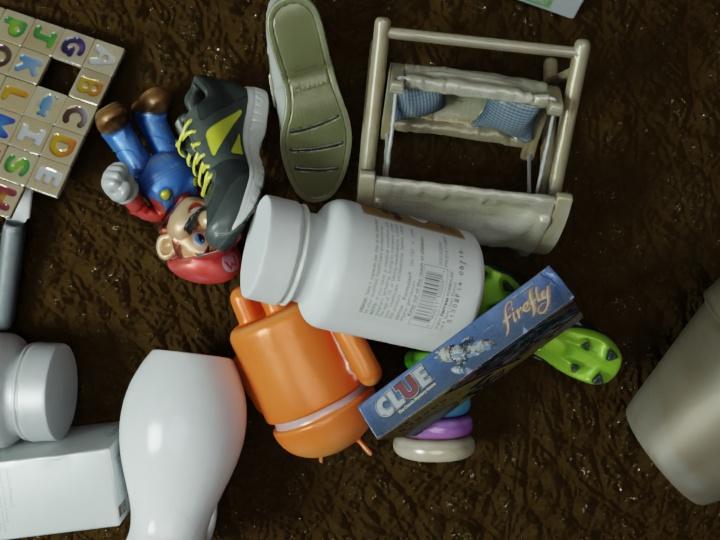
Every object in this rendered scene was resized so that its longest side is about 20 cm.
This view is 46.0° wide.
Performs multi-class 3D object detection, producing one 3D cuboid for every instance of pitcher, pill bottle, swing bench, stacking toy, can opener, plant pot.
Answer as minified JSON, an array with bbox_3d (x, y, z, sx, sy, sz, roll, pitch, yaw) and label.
[{"bbox_3d":[-0.171,0.185,0.838,0.119,0.172,0.204,5,82,8],"label":"pitcher"},{"bbox_3d":[0.000,0.000,0.753,0.197,0.114,0.116,13,96,-19],"label":"pill bottle"},{"bbox_3d":[0.097,-0.119,0.814,0.195,0.130,0.204,5,95,-2],"label":"swing bench"},{"bbox_3d":[0.073,0.086,0.864,0.084,0.085,0.204,-1,90,0],"label":"stacking toy"},{"bbox_3d":[-0.362,-0.040,0.860,0.052,0.067,0.203,9,102,-12],"label":"can opener"},{"bbox_3d":[-0.393,0.118,0.843,0.196,0.114,0.116,1,96,0],"label":"pill bottle"},{"bbox_3d":[0.363,0.129,0.823,0.200,0.200,0.174,44,111,-4],"label":"plant pot"}]

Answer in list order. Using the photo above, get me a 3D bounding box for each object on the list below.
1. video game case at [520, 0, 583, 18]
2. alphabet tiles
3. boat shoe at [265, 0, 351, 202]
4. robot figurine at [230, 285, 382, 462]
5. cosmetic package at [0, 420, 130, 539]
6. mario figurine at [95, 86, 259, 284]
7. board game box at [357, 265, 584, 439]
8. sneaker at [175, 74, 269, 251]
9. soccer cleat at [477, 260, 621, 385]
[{"bbox_3d":[0.139,-0.330,0.776,0.197,0.183,0.022,19,62,-2],"label":"video game case"},{"bbox_3d":[-0.343,-0.156,0.826,0.165,0.008,0.203,18,74,4],"label":"alphabet tiles"},{"bbox_3d":[-0.051,-0.171,0.838,0.073,0.069,0.203,-7,116,-4],"label":"boat shoe"},{"bbox_3d":[-0.056,0.097,0.843,0.142,0.117,0.202,-24,94,0],"label":"robot figurine"},{"bbox_3d":[-0.325,0.211,0.855,0.196,0.113,0.083,-9,96,-1],"label":"cosmetic package"},{"bbox_3d":[-0.172,-0.082,0.830,0.122,0.106,0.202,-29,93,1],"label":"mario figurine"},{"bbox_3d":[0.103,0.078,0.749,0.199,0.135,0.035,-37,72,9],"label":"board game box"},{"bbox_3d":[-0.138,-0.103,0.796,0.084,0.202,0.075,18,136,-21],"label":"sneaker"},{"bbox_3d":[0.170,0.050,0.852,0.198,0.081,0.068,31,101,-6],"label":"soccer cleat"}]
